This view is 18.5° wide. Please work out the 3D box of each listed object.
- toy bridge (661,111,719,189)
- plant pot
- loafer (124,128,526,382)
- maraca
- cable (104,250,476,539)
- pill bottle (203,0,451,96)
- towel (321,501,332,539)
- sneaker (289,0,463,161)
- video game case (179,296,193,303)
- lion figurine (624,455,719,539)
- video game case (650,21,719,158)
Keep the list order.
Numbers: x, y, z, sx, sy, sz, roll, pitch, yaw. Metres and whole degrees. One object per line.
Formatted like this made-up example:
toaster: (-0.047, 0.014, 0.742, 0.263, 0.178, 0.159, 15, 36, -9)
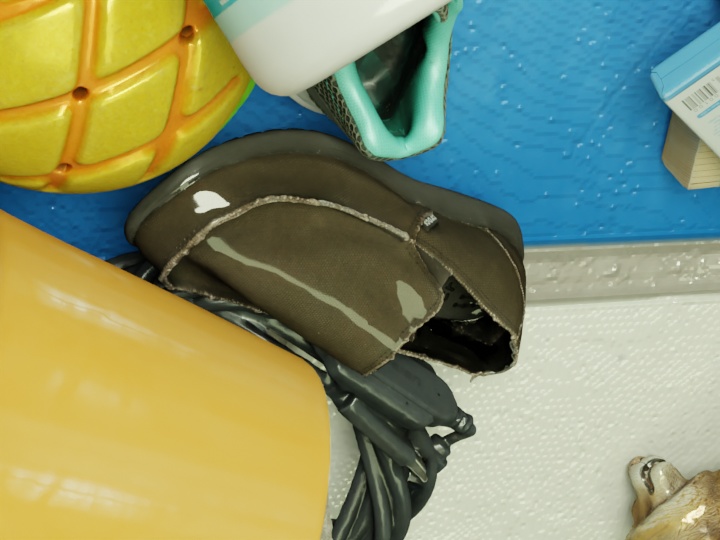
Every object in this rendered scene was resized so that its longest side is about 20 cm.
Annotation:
toy bridge: (0.229, -0.075, 0.946, 0.200, 0.027, 0.067, -5, 126, -18)
plant pot: (-0.117, 0.071, 0.749, 0.183, 0.200, 0.200, 15, 118, -19)
loafer: (0.000, 0.000, 0.852, 0.200, 0.071, 0.073, 9, 139, -42)
maraca: (-0.118, -0.097, 0.740, 0.200, 0.107, 0.137, 31, 110, -36)
cable: (-0.062, 0.067, 0.927, 0.200, 0.051, 0.163, 32, 117, -28)
pill bottle: (-0.033, -0.163, 0.684, 0.111, 0.111, 0.200, -31, 95, 2)
towel: (-0.041, 0.152, 0.836, 0.034, 0.200, 0.133, 16, 123, -13)
sneaker: (0.010, -0.126, 0.780, 0.077, 0.091, 0.200, -13, 128, -13)
video game case: (-0.145, 0.087, 0.893, 0.143, 0.019, 0.200, 4, 128, -6)
lion figurine: (0.225, 0.095, 1.040, 0.200, 0.073, 0.123, -12, 162, -22)
video game case: (0.224, -0.069, 0.903, 0.143, 0.018, 0.200, -35, 139, 17)
